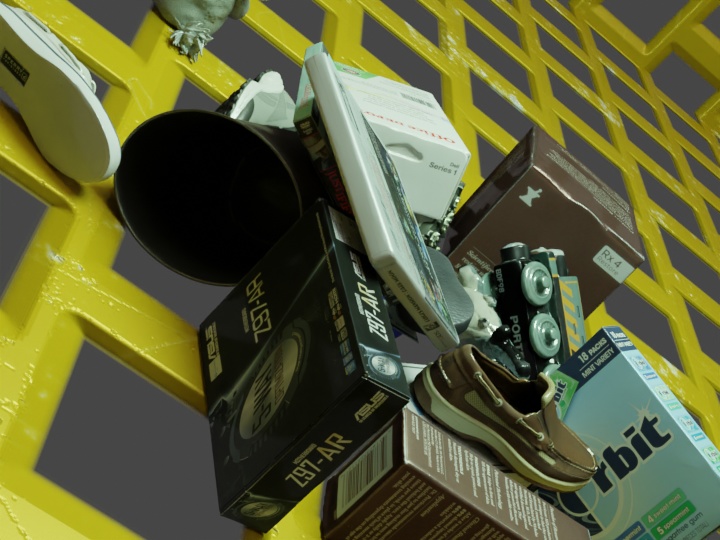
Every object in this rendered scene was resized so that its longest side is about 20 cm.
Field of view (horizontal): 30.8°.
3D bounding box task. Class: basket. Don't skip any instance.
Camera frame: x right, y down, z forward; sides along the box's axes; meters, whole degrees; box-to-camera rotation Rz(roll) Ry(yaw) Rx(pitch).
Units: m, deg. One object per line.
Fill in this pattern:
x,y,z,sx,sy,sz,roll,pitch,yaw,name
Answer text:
-0.089,-0.066,1.149,0.180,0.136,0.200,24,12,19,basket

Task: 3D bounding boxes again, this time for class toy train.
0.189,0.070,1.357,0.114,0.085,0.201,-2,80,-47,toy train

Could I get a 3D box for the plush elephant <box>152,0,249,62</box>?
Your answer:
-0.164,-0.344,1.441,0.164,0.155,0.200,24,30,-37,plush elephant

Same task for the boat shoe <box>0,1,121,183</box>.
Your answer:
-0.257,-0.153,1.103,0.200,0.072,0.066,44,27,19,boat shoe

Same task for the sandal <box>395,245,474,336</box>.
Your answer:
0.064,0.026,1.245,0.076,0.043,0.200,21,17,-5,sandal

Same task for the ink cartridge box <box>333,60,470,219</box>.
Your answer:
0.021,-0.146,1.423,0.144,0.084,0.200,16,22,-17,ink cartridge box

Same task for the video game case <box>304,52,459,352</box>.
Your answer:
0.018,-0.052,1.066,0.182,0.023,0.201,51,18,-58,video game case

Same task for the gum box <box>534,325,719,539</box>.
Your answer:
0.231,0.181,1.204,0.200,0.170,0.044,53,26,21,gum box

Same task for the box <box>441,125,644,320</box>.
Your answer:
0.206,-0.037,1.502,0.166,0.164,0.200,40,20,-5,box

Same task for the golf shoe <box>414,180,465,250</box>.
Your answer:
0.058,-0.058,1.460,0.088,0.077,0.200,22,23,2,golf shoe

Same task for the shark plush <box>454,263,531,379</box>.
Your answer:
0.125,0.060,1.280,0.200,0.091,0.083,15,-41,59,shark plush

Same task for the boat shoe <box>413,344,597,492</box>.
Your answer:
0.142,0.126,1.121,0.202,0.075,0.075,30,29,-31,boat shoe

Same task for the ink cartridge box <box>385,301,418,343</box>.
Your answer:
0.000,0.000,1.294,0.099,0.039,0.200,33,25,-24,ink cartridge box

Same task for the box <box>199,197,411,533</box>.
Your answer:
-0.048,0.065,0.963,0.043,0.160,0.200,30,29,-32,box

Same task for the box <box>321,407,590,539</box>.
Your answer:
0.079,0.204,1.014,0.200,0.100,0.075,37,25,-18,box

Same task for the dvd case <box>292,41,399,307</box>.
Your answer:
-0.004,-0.086,1.163,0.146,0.022,0.200,-85,151,-57,dvd case

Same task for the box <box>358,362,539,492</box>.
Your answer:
0.080,0.146,1.157,0.200,0.060,0.117,12,40,-51,box

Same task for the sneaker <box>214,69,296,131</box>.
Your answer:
-0.104,-0.149,1.330,0.079,0.074,0.200,48,24,-4,sneaker
